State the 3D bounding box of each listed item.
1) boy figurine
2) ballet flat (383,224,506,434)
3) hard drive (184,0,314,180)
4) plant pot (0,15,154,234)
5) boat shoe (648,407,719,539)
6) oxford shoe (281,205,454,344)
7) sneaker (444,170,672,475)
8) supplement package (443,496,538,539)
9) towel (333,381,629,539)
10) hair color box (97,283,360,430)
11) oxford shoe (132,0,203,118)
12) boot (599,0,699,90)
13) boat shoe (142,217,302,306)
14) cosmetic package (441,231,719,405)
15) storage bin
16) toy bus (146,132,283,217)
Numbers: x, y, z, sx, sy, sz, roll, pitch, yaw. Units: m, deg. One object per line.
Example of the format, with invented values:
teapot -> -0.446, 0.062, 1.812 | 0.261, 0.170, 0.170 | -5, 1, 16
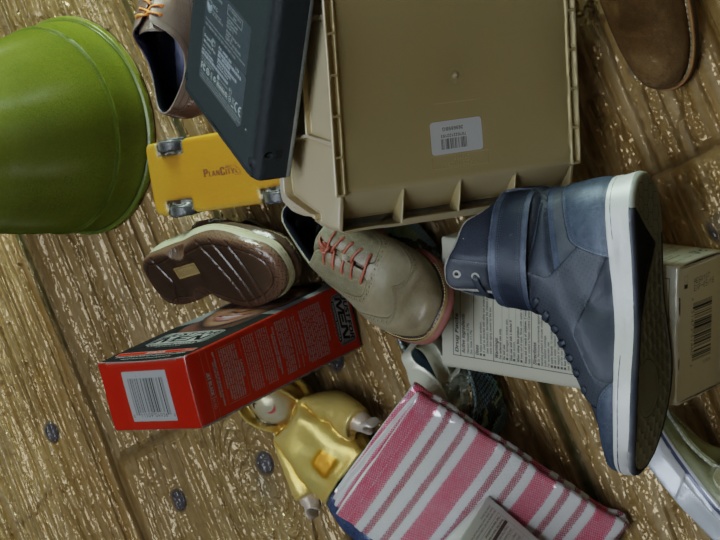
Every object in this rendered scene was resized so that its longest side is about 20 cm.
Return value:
boy figurine -> -0.028, 0.150, 1.551 | 0.200, 0.064, 0.124 | 50, 129, 14
ballet flat -> 0.049, 0.045, 1.459 | 0.074, 0.074, 0.200 | -38, 77, 38
hard drive -> -0.076, -0.183, 1.285 | 0.140, 0.033, 0.200 | 53, 143, 45
plant pot -> -0.319, -0.114, 1.636 | 0.200, 0.193, 0.201 | 11, 107, 37
boat shoe -> 0.271, 0.165, 1.321 | 0.062, 0.072, 0.200 | -44, 75, 11
oxford shoe -> 0.000, 0.000, 1.411 | 0.200, 0.075, 0.071 | 33, 101, 56
sneaker -> 0.134, 0.038, 1.279 | 0.146, 0.077, 0.203 | -3, 87, 27
supplement package -> 0.104, 0.311, 1.393 | 0.200, 0.151, 0.152 | 41, 125, 2
towel -> 0.091, 0.185, 1.444 | 0.200, 0.030, 0.146 | 32, 126, -2
hair color box -> -0.102, 0.067, 1.498 | 0.101, 0.200, 0.061 | -6, 102, 39
oxford shoe -> -0.153, -0.225, 1.551 | 0.071, 0.073, 0.200 | -6, 97, 40
boot -> 0.173, -0.205, 1.272 | 0.074, 0.075, 0.200 | -2, 119, 40
boat shoe -> -0.104, -0.019, 1.546 | 0.202, 0.075, 0.075 | 1, 124, 53
cosmetic package -> 0.159, 0.029, 1.362 | 0.200, 0.073, 0.104 | 10, 106, 37
storage bin -> 0.047, -0.140, 1.317 | 0.094, 0.200, 0.199 | 19, 115, 62
toy bus -> -0.082, -0.088, 1.525 | 0.200, 0.078, 0.065 | -6, 98, 40
